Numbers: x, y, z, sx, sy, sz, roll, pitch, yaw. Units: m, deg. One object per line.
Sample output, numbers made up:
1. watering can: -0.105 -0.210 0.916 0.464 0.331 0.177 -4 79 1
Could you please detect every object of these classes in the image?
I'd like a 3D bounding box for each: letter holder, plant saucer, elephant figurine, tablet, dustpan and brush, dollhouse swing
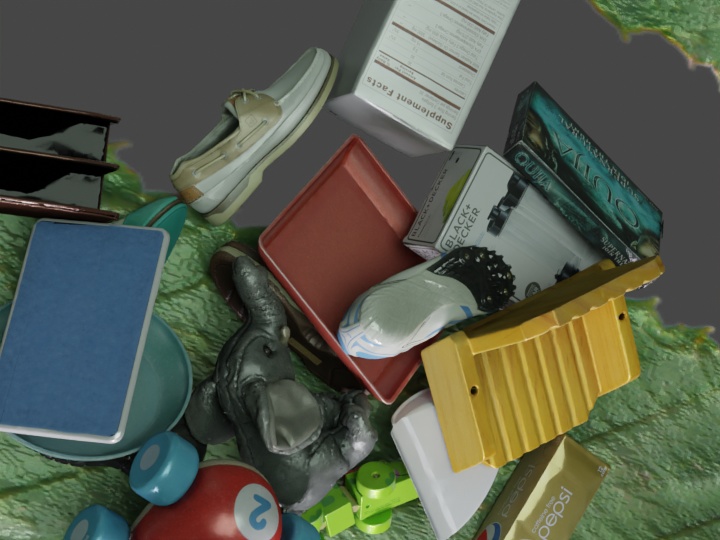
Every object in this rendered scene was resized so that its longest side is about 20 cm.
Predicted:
1. letter holder: -0.313 -0.102 1.448 0.199 0.142 0.101 7 88 -18
2. plant saucer: 0.000 0.000 1.572 0.200 0.037 0.200 52 44 -13
3. elephant figurine: -0.090 0.118 1.507 0.141 0.155 0.200 -33 127 16
4. tablet: -0.245 0.049 1.426 0.129 0.014 0.201 5 66 12
5. plant saucer: -0.252 0.099 1.480 0.199 0.036 0.201 10 45 -10
6. dustpan and brush: 0.110 0.155 1.620 0.200 0.057 0.140 -33 111 -28
7. dollhouse swing: 0.193 0.090 1.525 0.199 0.176 0.183 -24 106 -29

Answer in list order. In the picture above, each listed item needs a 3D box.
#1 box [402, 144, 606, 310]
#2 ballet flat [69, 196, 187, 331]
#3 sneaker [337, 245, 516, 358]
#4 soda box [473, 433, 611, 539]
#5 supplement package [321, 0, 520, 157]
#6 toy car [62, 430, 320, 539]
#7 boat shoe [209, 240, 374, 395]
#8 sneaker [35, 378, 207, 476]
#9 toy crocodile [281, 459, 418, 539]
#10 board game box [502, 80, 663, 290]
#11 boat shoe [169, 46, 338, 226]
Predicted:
1. box: 0.152 -0.025 1.628 0.200 0.060 0.117 34 79 -28
2. ballet flat: -0.226 -0.001 1.501 0.070 0.068 0.201 15 52 12
3. sneaker: 0.061 0.028 1.524 0.199 0.072 0.072 -20 87 -36
4. soda box: 0.167 0.261 1.653 0.064 0.068 0.200 35 80 -15
5. supplement package: 0.061 -0.225 1.587 0.117 0.117 0.201 27 83 -17
6. toy car: -0.129 0.274 1.388 0.184 0.200 0.177 38 102 -30
7. boat shoe: -0.057 0.035 1.583 0.202 0.075 0.075 44 51 -16
8. sneaker: -0.233 0.139 1.522 0.199 0.076 0.091 19 64 -14
9. toy crocodile: -0.023 0.227 1.596 0.199 0.062 0.068 -22 137 -19
10. board game box: 0.226 -0.086 1.645 0.200 0.135 0.028 43 120 -15
11. boat shoe: -0.099 -0.140 1.556 0.068 0.075 0.200 41 79 -20
